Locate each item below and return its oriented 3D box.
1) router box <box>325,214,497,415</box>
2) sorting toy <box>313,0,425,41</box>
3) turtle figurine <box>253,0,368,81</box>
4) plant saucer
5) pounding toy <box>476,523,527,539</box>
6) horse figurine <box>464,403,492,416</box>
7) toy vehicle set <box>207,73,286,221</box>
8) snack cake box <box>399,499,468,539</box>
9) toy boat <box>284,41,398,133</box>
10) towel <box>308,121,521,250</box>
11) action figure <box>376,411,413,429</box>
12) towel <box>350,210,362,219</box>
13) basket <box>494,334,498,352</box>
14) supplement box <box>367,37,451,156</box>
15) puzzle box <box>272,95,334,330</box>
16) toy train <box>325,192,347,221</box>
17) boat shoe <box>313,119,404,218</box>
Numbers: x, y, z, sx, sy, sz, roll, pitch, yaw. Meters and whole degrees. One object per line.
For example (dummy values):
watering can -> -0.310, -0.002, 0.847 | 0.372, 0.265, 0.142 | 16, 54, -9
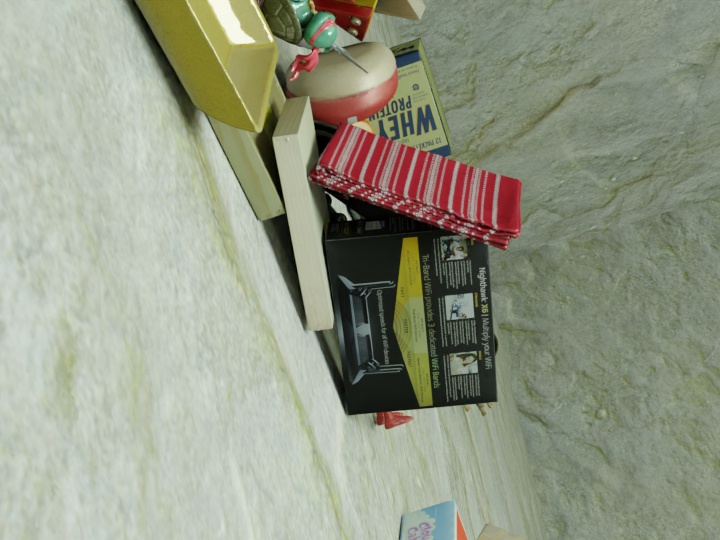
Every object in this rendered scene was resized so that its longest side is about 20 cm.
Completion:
router box -> 0.054, 0.043, 0.992 | 0.052, 0.157, 0.201 | -87, 172, -66
sorting toy -> -0.056, -0.332, 1.110 | 0.199, 0.200, 0.070 | 36, 75, -62
turtle figurine -> -0.069, -0.272, 0.949 | 0.200, 0.101, 0.150 | 42, -36, 13
plant saucer -> -0.138, -0.227, 0.809 | 0.200, 0.048, 0.200 | -89, 155, -58
pounding toy -> 0.088, 0.332, 0.824 | 0.200, 0.142, 0.185 | -45, 144, -43
horse figurine -> 0.197, 0.206, 1.847 | 0.133, 0.050, 0.200 | 59, 13, 21
toy vehicle set -> -0.103, -0.152, 0.955 | 0.200, 0.026, 0.124 | -91, 161, -56
snack cake box -> 0.086, 0.348, 1.043 | 0.200, 0.067, 0.115 | -70, 140, -73
toy boat -> -0.017, -0.193, 1.152 | 0.200, 0.130, 0.131 | -103, 180, -76
towel -> 0.060, -0.087, 0.946 | 0.145, 0.199, 0.023 | -68, 177, -61
action figure -> 0.034, 0.069, 1.128 | 0.065, 0.099, 0.200 | 172, -102, -74
towel -> 0.009, -0.127, 1.474 | 0.200, 0.034, 0.193 | 55, 20, -61
basket -> 0.117, 0.048, 1.505 | 0.181, 0.136, 0.200 | 83, -6, -56
supplement box -> 0.077, -0.307, 1.833 | 0.200, 0.134, 0.200 | -78, 150, -69
puzzle box -> -0.051, -0.057, 0.969 | 0.133, 0.025, 0.201 | -88, 170, -66
toy train -> 0.000, 0.000, 1.073 | 0.200, 0.046, 0.034 | 52, 6, 2
boat shoe -> -0.008, -0.103, 1.031 | 0.201, 0.074, 0.063 | 30, 2, 38
